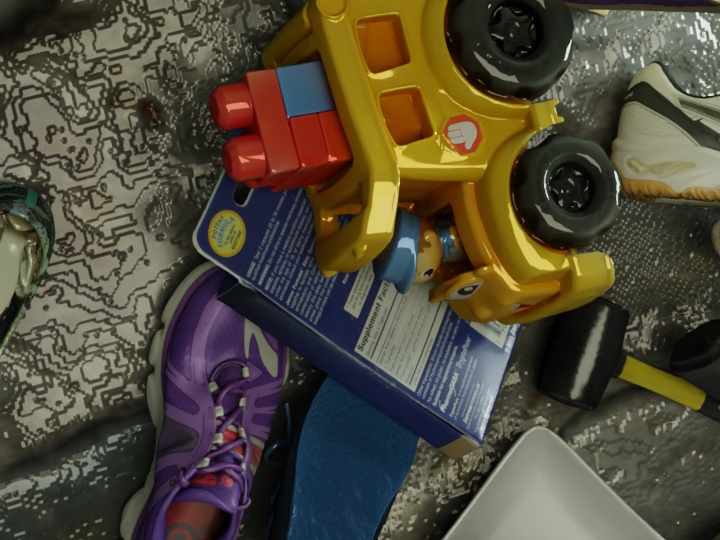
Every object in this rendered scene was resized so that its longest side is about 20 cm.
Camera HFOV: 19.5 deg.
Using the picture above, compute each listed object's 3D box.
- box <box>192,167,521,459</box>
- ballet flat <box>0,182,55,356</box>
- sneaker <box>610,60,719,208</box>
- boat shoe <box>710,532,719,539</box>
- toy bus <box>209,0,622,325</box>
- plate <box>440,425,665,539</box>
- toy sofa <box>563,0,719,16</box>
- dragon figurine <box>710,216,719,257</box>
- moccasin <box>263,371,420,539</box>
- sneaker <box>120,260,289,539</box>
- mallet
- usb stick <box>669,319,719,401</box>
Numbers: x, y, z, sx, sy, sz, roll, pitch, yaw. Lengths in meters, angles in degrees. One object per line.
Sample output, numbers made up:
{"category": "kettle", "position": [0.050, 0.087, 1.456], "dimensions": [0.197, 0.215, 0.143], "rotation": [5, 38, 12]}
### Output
{"category": "box", "position": [0.000, 0.000, 1.150], "dimensions": [0.199, 0.032, 0.122], "rotation": [36, 54, -19]}
{"category": "ballet flat", "position": [-0.222, 0.044, 1.094], "dimensions": [0.074, 0.074, 0.201], "rotation": [26, 88, -18]}
{"category": "sneaker", "position": [0.246, -0.077, 1.204], "dimensions": [0.198, 0.076, 0.088], "rotation": [7, 86, 2]}
{"category": "boat shoe", "position": [0.193, 0.218, 1.207], "dimensions": [0.200, 0.072, 0.072], "rotation": [-37, 105, -12]}
{"category": "toy bus", "position": [0.019, -0.057, 1.095], "dimensions": [0.191, 0.136, 0.201], "rotation": [-15, 84, -24]}
{"category": "plate", "position": [0.104, 0.223, 1.234], "dimensions": [0.199, 0.032, 0.200], "rotation": [43, 82, -16]}
{"category": "toy sofa", "position": [0.145, -0.184, 1.117], "dimensions": [0.097, 0.200, 0.083], "rotation": [14, 92, -25]}
{"category": "dragon figurine", "position": [0.282, 0.006, 1.252], "dimensions": [0.200, 0.059, 0.100], "rotation": [45, 80, -21]}
{"category": "moccasin", "position": [-0.026, 0.128, 1.156], "dimensions": [0.080, 0.068, 0.201], "rotation": [28, 68, -15]}
{"category": "sneaker", "position": [-0.076, 0.095, 1.137], "dimensions": [0.080, 0.083, 0.202], "rotation": [10, 92, -19]}
{"category": "mallet", "position": [0.192, 0.083, 1.247], "dimensions": [0.199, 0.041, 0.066], "rotation": [30, 85, -22]}
{"category": "usb stick", "position": [0.266, 0.087, 1.238], "dimensions": [0.199, 0.055, 0.033], "rotation": [31, 52, -26]}
